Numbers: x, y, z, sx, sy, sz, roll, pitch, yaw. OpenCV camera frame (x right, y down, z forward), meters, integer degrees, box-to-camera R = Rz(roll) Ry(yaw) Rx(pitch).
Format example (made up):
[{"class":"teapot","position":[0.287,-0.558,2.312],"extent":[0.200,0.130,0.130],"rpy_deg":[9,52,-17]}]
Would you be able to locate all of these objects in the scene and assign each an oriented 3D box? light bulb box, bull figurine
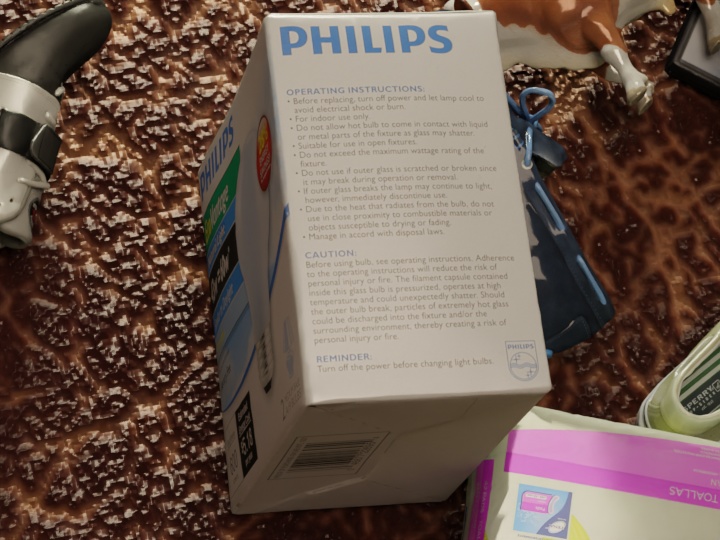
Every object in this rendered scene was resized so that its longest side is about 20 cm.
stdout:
[{"class":"light bulb box","position":[0.000,0.000,1.176],"extent":[0.124,0.198,0.201],"rpy_deg":[-2,69,-15]},{"class":"bull figurine","position":[0.142,-0.156,1.331],"extent":[0.200,0.065,0.121],"rpy_deg":[-41,77,-18]}]

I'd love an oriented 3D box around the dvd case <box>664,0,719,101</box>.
[{"class":"dvd case","position":[0.281,-0.170,1.402],"extent":[0.142,0.018,0.201],"rpy_deg":[26,67,-3]}]

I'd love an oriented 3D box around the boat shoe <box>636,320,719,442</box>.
[{"class":"boat shoe","position":[0.237,0.038,1.289],"extent":[0.200,0.062,0.072],"rpy_deg":[-41,83,-23]}]

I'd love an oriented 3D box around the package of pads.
[{"class":"package of pads","position":[0.149,0.163,1.207],"extent":[0.199,0.068,0.156],"rpy_deg":[10,78,-10]}]

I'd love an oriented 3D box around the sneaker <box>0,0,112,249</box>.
[{"class":"sneaker","position":[-0.191,-0.059,1.227],"extent":[0.088,0.074,0.200],"rpy_deg":[43,76,5]}]

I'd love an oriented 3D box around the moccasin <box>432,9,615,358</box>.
[{"class":"moccasin","position":[0.084,-0.052,1.282],"extent":[0.068,0.080,0.201],"rpy_deg":[-20,91,-3]}]
